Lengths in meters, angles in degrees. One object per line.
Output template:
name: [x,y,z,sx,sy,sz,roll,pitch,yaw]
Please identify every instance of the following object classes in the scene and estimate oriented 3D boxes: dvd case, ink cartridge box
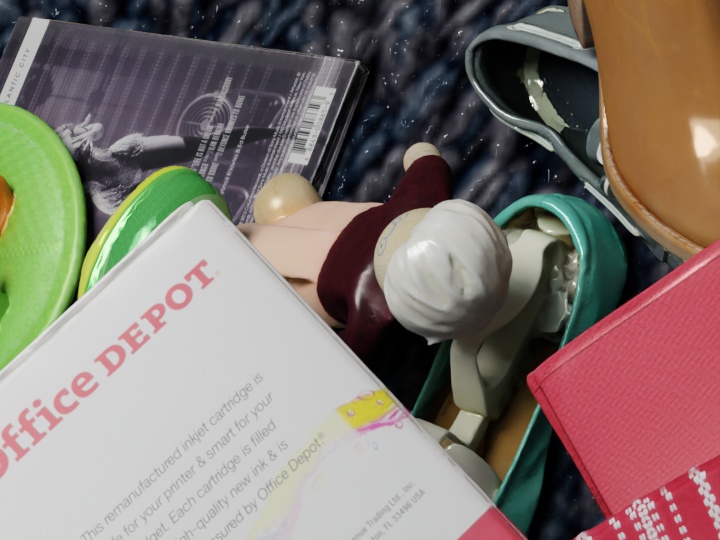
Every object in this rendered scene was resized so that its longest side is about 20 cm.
dvd case: [-0.103,-0.037,1.347,0.200,0.016,0.149,10,72,34]
ink cartridge box: [-0.044,0.097,1.089,0.148,0.086,0.200,-42,86,-10]

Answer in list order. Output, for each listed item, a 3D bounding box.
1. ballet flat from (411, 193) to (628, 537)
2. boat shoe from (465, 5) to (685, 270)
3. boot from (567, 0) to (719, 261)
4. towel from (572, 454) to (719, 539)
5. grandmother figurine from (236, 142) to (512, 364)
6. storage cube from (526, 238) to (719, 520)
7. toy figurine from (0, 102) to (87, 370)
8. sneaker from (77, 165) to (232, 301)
ballet flat: [0.043,0.056,1.173,0.067,0.070,0.200,14,73,35]
boat shoe: [0.109,-0.041,1.175,0.200,0.062,0.073,50,132,43]
boot: [0.121,-0.108,1.082,0.076,0.155,0.200,-11,49,-6]
towel: [0.143,0.115,0.883,0.200,0.022,0.145,-32,70,25]
grandmother figurine: [0.000,0.000,1.181,0.200,0.060,0.122,-3,67,67]
storage cube: [0.193,0.085,1.004,0.200,0.171,0.180,-36,53,9]
toy figurine: [-0.240,-0.006,1.289,0.150,0.184,0.200,16,83,36]
sneaker: [-0.072,0.057,1.185,0.083,0.074,0.201,-5,68,37]
